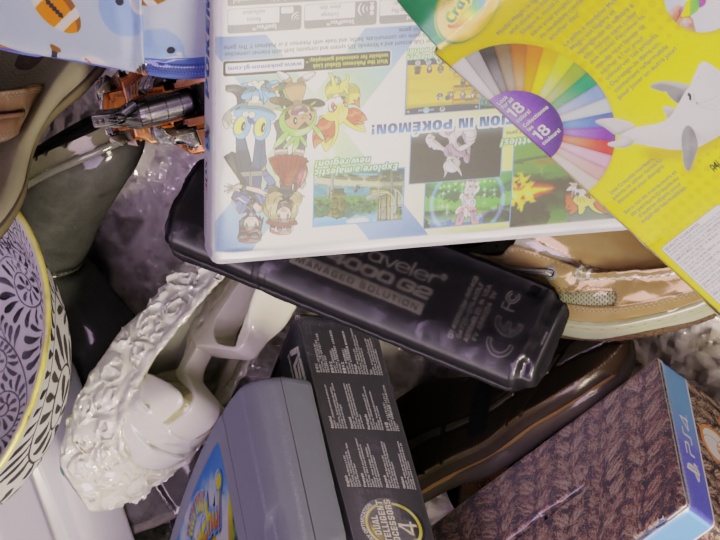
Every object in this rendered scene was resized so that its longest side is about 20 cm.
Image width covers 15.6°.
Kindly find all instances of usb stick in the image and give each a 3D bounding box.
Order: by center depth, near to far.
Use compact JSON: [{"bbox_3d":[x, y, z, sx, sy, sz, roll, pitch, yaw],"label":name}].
[{"bbox_3d":[0.000,0.000,1.232,0.199,0.033,0.056,22,77,19],"label":"usb stick"}]

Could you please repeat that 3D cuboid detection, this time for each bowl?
[{"bbox_3d":[-0.213,0.054,1.299,0.200,0.094,0.201,-10,69,25],"label":"bowl"}]

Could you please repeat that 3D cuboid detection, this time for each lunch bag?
[{"bbox_3d":[-0.106,-0.156,1.160,0.199,0.160,0.076,13,127,18],"label":"lunch bag"}]

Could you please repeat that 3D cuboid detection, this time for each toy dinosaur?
[{"bbox_3d":[-0.044,-0.081,1.200,0.200,0.135,0.102,28,128,48],"label":"toy dinosaur"}]

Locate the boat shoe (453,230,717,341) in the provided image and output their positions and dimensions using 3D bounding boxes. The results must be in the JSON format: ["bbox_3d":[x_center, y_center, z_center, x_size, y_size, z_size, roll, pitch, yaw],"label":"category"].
[{"bbox_3d":[0.091,-0.013,1.234,0.199,0.072,0.076,-7,129,26],"label":"boat shoe"}]

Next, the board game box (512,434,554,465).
[{"bbox_3d":[0.100,0.171,1.360,0.120,0.032,0.200,36,122,6],"label":"board game box"}]

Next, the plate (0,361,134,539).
[{"bbox_3d":[-0.210,0.132,1.421,0.199,0.032,0.200,3,122,34],"label":"plate"}]

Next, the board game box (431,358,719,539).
[{"bbox_3d":[0.154,0.165,1.247,0.200,0.097,0.159,36,120,-29],"label":"board game box"}]

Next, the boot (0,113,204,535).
[{"bbox_3d":[-0.124,0.029,1.350,0.182,0.073,0.200,-29,96,43],"label":"boot"}]

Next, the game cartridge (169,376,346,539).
[{"bbox_3d":[-0.057,0.150,1.266,0.040,0.134,0.200,6,136,-17],"label":"game cartridge"}]

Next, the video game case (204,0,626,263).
[{"bbox_3d":[0.034,-0.096,1.096,0.199,0.022,0.183,-5,116,-15],"label":"video game case"}]

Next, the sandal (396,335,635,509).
[{"bbox_3d":[0.066,0.083,1.295,0.200,0.082,0.055,-31,117,34],"label":"sandal"}]

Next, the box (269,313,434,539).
[{"bbox_3d":[-0.014,0.147,1.267,0.049,0.200,0.161,5,135,-21],"label":"box"}]

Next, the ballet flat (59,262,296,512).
[{"bbox_3d":[-0.078,0.039,1.290,0.072,0.072,0.200,33,92,3],"label":"ballet flat"}]

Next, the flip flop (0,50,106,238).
[{"bbox_3d":[-0.180,-0.079,1.249,0.081,0.200,0.058,19,152,29],"label":"flip flop"}]

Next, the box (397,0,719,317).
[{"bbox_3d":[0.121,-0.083,1.053,0.200,0.048,0.117,41,119,-16],"label":"box"}]
